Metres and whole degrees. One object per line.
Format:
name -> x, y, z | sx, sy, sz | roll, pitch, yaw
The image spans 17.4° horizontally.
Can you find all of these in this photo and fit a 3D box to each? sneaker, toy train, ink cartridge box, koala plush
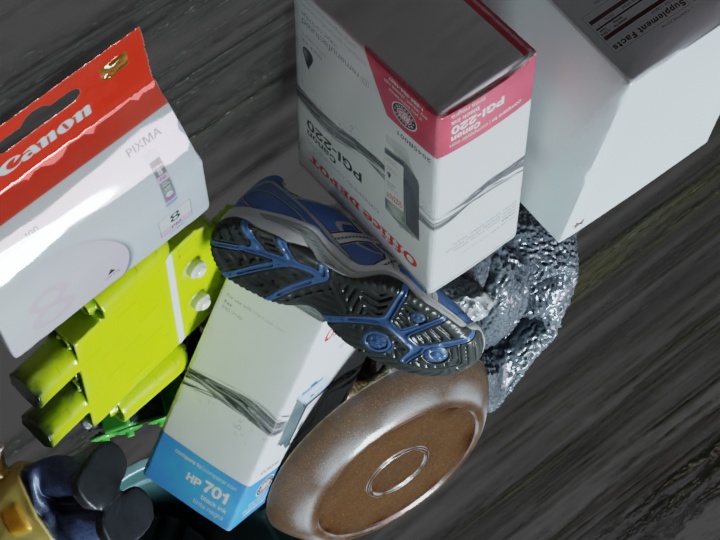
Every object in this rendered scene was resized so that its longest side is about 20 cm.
sneaker -> 0.000, 0.000, 1.592 | 0.076, 0.200, 0.077 | -53, -171, 43
toy train -> -0.138, 0.093, 1.796 | 0.056, 0.042, 0.200 | -20, 176, 33
ink cartridge box -> 0.031, -0.102, 1.512 | 0.085, 0.146, 0.200 | -36, 154, -19
ink cartridge box -> -0.172, -0.042, 1.420 | 0.162, 0.057, 0.200 | -38, 167, -13
koala plush -> 0.063, -0.005, 1.819 | 0.184, 0.177, 0.200 | -46, 154, 15
ink cartridge box -> -0.061, 0.068, 1.715 | 0.146, 0.086, 0.200 | -35, 156, -56

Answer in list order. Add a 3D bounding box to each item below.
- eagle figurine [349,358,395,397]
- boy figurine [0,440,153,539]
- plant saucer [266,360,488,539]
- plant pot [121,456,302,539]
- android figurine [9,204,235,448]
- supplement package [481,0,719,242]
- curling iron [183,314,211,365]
eagle figurine -> -0.026, 0.125, 2.008 | 0.200, 0.151, 0.152 | -54, 172, 3
boy figurine -> -0.244, 0.170, 1.665 | 0.200, 0.124, 0.064 | -15, -160, 34
plant saucer -> 0.021, 0.141, 1.770 | 0.200, 0.032, 0.200 | -28, 151, -17
plant pot -> -0.154, 0.258, 1.910 | 0.200, 0.200, 0.196 | -36, 179, -19
android figurine -> -0.152, 0.031, 1.600 | 0.200, 0.041, 0.182 | -43, 158, -23
supplement package -> 0.135, -0.169, 1.526 | 0.147, 0.200, 0.191 | -33, 161, -26
curling iron -> -0.162, 0.047, 1.693 | 0.200, 0.026, 0.050 | 10, 105, -62
